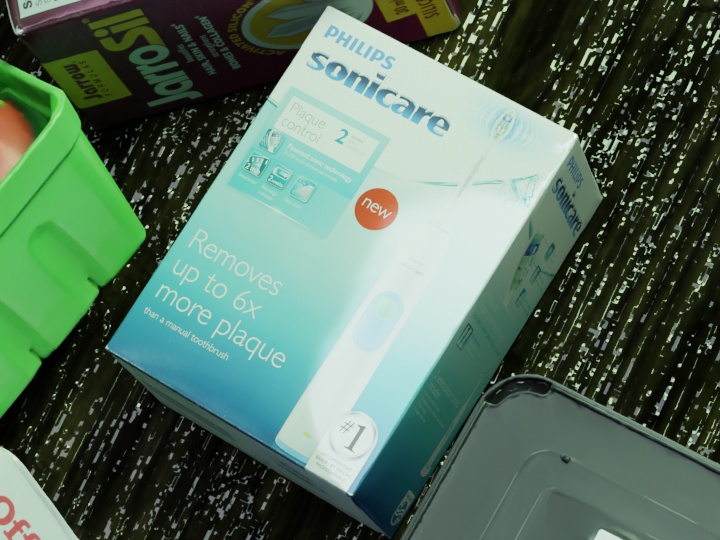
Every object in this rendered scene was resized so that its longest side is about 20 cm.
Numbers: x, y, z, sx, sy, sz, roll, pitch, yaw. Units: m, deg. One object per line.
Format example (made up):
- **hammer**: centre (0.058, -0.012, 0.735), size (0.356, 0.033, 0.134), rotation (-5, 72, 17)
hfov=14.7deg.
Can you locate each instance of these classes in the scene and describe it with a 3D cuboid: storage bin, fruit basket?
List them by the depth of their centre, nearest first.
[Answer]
- **storage bin**: centre (0.123, 0.151, 1.239), size (0.200, 0.094, 0.136), rotation (27, 80, 20)
- **fruit basket**: centre (-0.236, -0.027, 1.323), size (0.216, 0.216, 0.155), rotation (-52, 32, -7)

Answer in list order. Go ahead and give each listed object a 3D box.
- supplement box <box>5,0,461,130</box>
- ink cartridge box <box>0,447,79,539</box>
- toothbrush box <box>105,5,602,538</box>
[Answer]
- **supplement box**: centre (-0.065, -0.161, 1.372), size (0.199, 0.131, 0.104), rotation (-15, 69, 9)
- **ink cartridge box**: centre (-0.205, 0.193, 1.240), size (0.200, 0.145, 0.084), rotation (-45, 24, -26)
- **toothbrush box**: centre (0.000, 0.000, 1.326), size (0.146, 0.085, 0.200), rotation (30, 80, 21)
